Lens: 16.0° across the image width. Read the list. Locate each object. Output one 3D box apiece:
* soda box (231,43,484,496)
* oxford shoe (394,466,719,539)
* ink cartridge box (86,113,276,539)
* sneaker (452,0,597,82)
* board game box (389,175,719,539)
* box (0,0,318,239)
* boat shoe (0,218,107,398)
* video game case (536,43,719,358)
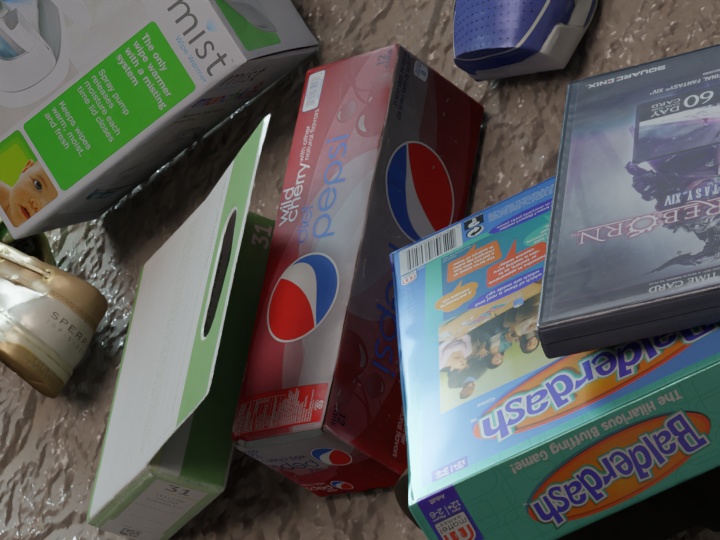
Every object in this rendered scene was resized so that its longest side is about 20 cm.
[{"bbox_3d":[0.000,0.000,1.201,0.063,0.070,0.201,-11,57,41],"label":"soda box"},{"bbox_3d":[0.104,0.074,1.059,0.199,0.071,0.071,-14,35,34],"label":"oxford shoe"},{"bbox_3d":[-0.070,0.033,1.209,0.200,0.048,0.146,138,147,-59],"label":"ink cartridge box"},{"bbox_3d":[0.062,-0.198,1.234,0.080,0.115,0.201,-10,58,43],"label":"sneaker"},{"bbox_3d":[0.090,0.025,1.033,0.151,0.045,0.200,-25,26,12],"label":"board game box"},{"bbox_3d":[-0.152,-0.150,1.366,0.176,0.097,0.201,-34,85,26],"label":"box"},{"bbox_3d":[-0.197,0.005,1.413,0.069,0.074,0.200,-48,39,-8],"label":"boat shoe"},{"bbox_3d":[0.146,-0.040,1.021,0.142,0.019,0.200,-13,28,16],"label":"video game case"}]
